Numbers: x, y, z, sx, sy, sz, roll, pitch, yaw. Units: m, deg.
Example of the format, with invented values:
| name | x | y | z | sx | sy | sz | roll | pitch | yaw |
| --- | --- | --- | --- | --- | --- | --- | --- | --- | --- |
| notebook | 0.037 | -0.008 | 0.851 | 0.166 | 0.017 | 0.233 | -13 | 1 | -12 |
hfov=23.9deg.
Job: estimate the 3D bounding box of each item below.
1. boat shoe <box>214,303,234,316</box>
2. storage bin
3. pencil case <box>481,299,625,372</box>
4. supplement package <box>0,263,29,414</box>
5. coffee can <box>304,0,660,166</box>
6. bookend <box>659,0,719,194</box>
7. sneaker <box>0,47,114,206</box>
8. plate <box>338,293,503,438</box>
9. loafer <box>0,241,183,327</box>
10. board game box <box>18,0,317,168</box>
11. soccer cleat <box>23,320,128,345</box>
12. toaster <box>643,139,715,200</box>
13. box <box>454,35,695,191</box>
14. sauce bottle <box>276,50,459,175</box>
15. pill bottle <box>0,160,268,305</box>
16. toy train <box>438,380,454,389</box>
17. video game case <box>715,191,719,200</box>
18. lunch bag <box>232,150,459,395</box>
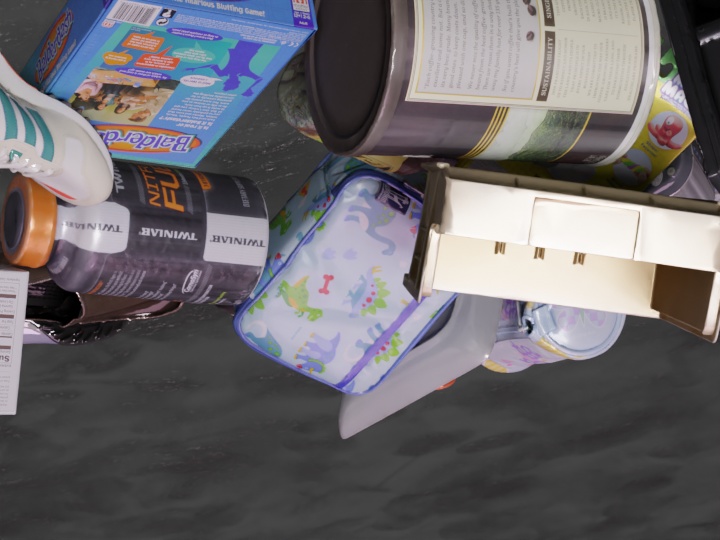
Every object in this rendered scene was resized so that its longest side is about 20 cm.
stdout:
| name | x | y | z | sx | sy | sz | roll | pitch | yaw |
| --- | --- | --- | --- | --- | --- | --- | --- | --- | --- |
| boat shoe | -0.053 | -0.015 | 1.484 | 0.198 | 0.068 | 0.057 | -24 | 147 | 22 |
| storage bin | 0.137 | -0.016 | 1.175 | 0.197 | 0.095 | 0.199 | 8 | -176 | -2 |
| pencil case | 0.154 | 0.042 | 1.459 | 0.090 | 0.084 | 0.200 | -35 | -178 | -14 |
| supplement package | -0.365 | 0.040 | 1.323 | 0.154 | 0.112 | 0.199 | 5 | -177 | -30 |
| coffee can | 0.080 | -0.147 | 1.141 | 0.198 | 0.148 | 0.146 | 1 | 155 | -24 |
| bookend | 0.308 | -0.167 | 1.123 | 0.197 | 0.202 | 0.092 | -19 | 156 | 21 |
| sneaker | -0.247 | -0.089 | 1.129 | 0.070 | 0.094 | 0.200 | -12 | 136 | 34 |
| plate | 0.054 | 0.031 | 1.508 | 0.032 | 0.201 | 0.199 | 37 | 135 | -23 |
| loafer | -0.238 | 0.023 | 1.462 | 0.198 | 0.071 | 0.074 | -1 | 129 | -20 |
| board game box | -0.143 | -0.144 | 1.183 | 0.151 | 0.045 | 0.200 | 5 | 152 | -32 |
| soccer cleat | -0.306 | 0.036 | 1.520 | 0.198 | 0.069 | 0.073 | -5 | -179 | -24 |
| toaster | 0.198 | -0.074 | 1.401 | 0.198 | 0.115 | 0.129 | -21 | 157 | 23 |
| box | 0.169 | -0.100 | 1.284 | 0.117 | 0.048 | 0.200 | 41 | 119 | -5 |
| sauce bottle | 0.019 | -0.110 | 1.303 | 0.064 | 0.065 | 0.199 | -25 | 151 | 31 |
| pill bottle | -0.180 | -0.031 | 1.344 | 0.198 | 0.107 | 0.106 | 5 | 153 | -31 |
| toy train | 0.097 | 0.066 | 1.630 | 0.198 | 0.056 | 0.150 | -18 | -170 | -26 |
| video game case | 0.367 | -0.097 | 1.536 | 0.199 | 0.018 | 0.143 | 13 | 148 | -43 |
| lunch bag | 0.000 | 0.000 | 1.415 | 0.160 | 0.083 | 0.200 | 31 | 114 | -27 |
